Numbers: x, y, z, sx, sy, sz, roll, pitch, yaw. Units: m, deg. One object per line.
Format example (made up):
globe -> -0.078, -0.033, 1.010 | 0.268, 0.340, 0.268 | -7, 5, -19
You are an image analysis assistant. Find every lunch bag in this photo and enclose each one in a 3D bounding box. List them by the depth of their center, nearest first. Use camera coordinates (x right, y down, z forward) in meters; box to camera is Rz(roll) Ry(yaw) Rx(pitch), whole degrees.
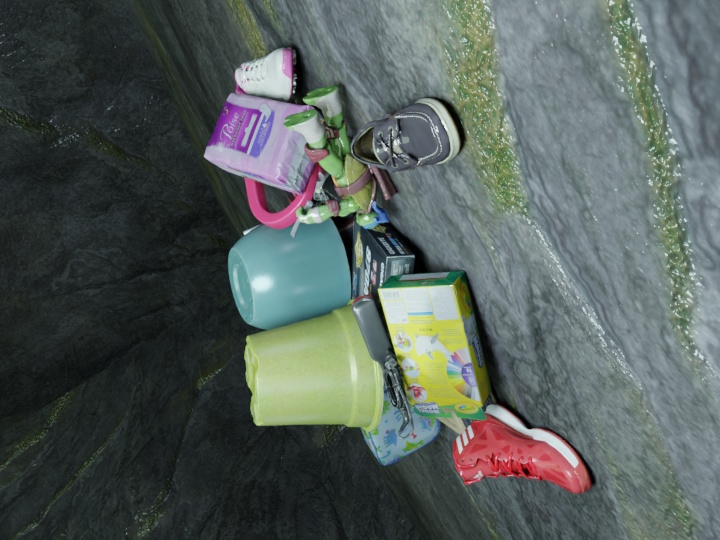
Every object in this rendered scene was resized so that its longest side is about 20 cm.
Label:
lunch bag -> 0.072, 0.272, 1.319 | 0.083, 0.158, 0.203 | 50, 162, 52

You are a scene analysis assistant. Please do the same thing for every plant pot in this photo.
plant pot -> -0.080, 0.154, 1.027 | 0.200, 0.179, 0.207 | 175, 90, -74
plant pot -> -0.129, 0.008, 1.131 | 0.200, 0.157, 0.206 | 41, 139, 51

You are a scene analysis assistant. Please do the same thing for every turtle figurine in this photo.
turtle figurine -> -0.055, -0.142, 0.946 | 0.199, 0.142, 0.197 | 36, 154, 52

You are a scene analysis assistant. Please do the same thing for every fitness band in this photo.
fitness band -> -0.125, -0.164, 1.083 | 0.037, 0.142, 0.205 | 25, -136, -49

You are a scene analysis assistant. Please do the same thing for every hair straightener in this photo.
hair straightener -> 0.032, 0.134, 0.919 | 0.077, 0.040, 0.206 | -72, -34, -89

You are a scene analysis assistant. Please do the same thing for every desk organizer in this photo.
desk organizer -> 0.000, 0.000, 1.206 | 0.077, 0.071, 0.204 | 40, 156, 61

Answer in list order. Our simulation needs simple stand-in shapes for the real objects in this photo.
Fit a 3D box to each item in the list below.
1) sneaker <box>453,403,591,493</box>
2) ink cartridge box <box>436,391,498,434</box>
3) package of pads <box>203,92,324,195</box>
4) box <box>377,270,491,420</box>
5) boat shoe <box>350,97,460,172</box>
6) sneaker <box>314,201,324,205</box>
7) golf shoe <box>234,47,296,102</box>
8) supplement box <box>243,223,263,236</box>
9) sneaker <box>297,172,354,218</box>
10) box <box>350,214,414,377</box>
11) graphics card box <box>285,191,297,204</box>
sneaker -> 0.195, 0.257, 0.875 | 0.199, 0.114, 0.080 | 17, 137, 63
ink cartridge box -> 0.118, 0.147, 1.055 | 0.168, 0.074, 0.200 | 64, 167, -11
package of pads -> -0.145, -0.200, 1.039 | 0.197, 0.123, 0.075 | 21, 176, 40
box -> 0.104, 0.105, 0.898 | 0.115, 0.048, 0.205 | -3, 111, 33
boat shoe -> 0.043, -0.140, 0.742 | 0.073, 0.064, 0.199 | 65, 166, -17
sneaker -> -0.059, -0.065, 1.279 | 0.202, 0.092, 0.081 | 91, 179, -58
golf shoe -> -0.151, -0.302, 1.064 | 0.199, 0.089, 0.078 | -177, 88, -74
supplement box -> -0.166, -0.048, 1.392 | 0.200, 0.099, 0.106 | 8, -119, -90
sneaker -> -0.084, -0.148, 1.180 | 0.201, 0.087, 0.075 | 50, 163, 34
box -> 0.027, 0.037, 1.026 | 0.160, 0.045, 0.205 | -124, 33, -59
graphics card box -> -0.093, -0.099, 1.396 | 0.125, 0.050, 0.203 | 43, 159, 53
